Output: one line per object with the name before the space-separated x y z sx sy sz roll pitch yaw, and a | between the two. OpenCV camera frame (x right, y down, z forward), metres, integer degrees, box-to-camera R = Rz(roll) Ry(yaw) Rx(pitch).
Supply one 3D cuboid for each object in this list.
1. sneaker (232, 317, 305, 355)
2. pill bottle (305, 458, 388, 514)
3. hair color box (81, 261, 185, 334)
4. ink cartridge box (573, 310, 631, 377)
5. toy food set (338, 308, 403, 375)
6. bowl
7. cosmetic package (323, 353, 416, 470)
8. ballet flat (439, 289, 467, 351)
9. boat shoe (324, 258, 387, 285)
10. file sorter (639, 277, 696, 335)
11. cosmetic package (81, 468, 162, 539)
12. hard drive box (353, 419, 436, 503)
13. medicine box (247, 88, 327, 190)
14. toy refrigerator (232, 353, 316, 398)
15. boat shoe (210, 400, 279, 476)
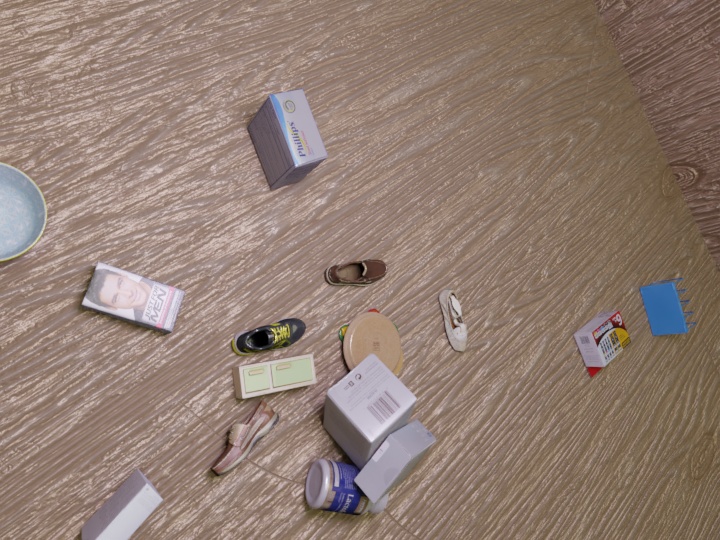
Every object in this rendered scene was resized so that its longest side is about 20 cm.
sneaker | -0.219 0.169 1.334 0.196 0.084 0.076 -16 89 -31
pill bottle | -0.032 0.556 1.352 0.196 0.115 0.119 20 71 -25
hair color box | -0.510 0.065 1.199 0.196 0.060 0.101 22 71 -24
ink cartridge box | 0.905 0.272 1.965 0.197 0.083 0.179 -26 94 -31
toy food set | 0.035 0.213 1.494 0.196 0.048 0.203 -12 87 -31
bowl | -0.743 -0.106 1.069 0.196 0.107 0.206 6 77 -29
cosmetic package | 0.018 0.360 1.338 0.166 0.202 0.166 -34 62 -30
ballet flat | 0.294 0.157 1.645 0.066 0.062 0.205 -20 91 -30
boat shoe | 0.001 0.006 1.496 0.198 0.074 0.077 -11 86 -31
file sorter | 1.260 0.145 2.164 0.120 0.138 0.205 -14 88 -33
cosmetic package | -0.479 0.486 1.058 0.052 0.199 0.151 50 62 -10
hard drive box | 0.093 0.475 1.338 0.077 0.199 0.157 41 102 21
medicine box | -0.193 -0.335 1.375 0.101 0.199 0.186 -22 92 -30
toy refrigerator | -0.213 0.263 1.329 0.196 0.070 0.078 -5 83 -30
boat shoe | -0.284 0.396 1.268 0.074 0.075 0.200 51 53 -6
